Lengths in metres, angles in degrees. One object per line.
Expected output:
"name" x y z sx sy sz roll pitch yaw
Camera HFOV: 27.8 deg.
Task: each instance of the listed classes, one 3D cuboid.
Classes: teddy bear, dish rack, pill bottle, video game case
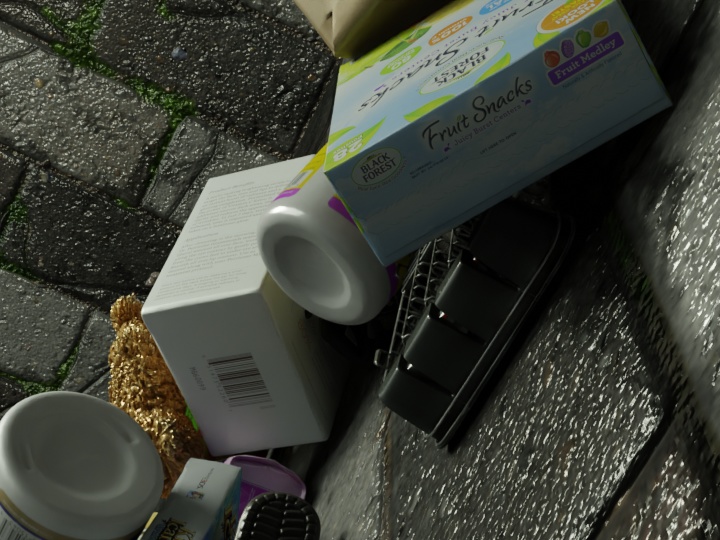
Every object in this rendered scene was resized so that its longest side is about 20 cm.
"teddy bear" -0.185 0.111 1.216 0.145 0.066 0.201 120 142 -50
"dish rack" 0.065 -0.010 0.859 0.154 0.054 0.200 -59 8 26
"pill bottle" -0.226 0.192 1.016 0.200 0.119 0.120 -57 11 34
"pill bottle" 0.022 -0.063 1.019 0.200 0.104 0.104 -49 -1 -31
"video game case" -0.128 0.260 1.006 0.181 0.045 0.201 -66 -17 -69

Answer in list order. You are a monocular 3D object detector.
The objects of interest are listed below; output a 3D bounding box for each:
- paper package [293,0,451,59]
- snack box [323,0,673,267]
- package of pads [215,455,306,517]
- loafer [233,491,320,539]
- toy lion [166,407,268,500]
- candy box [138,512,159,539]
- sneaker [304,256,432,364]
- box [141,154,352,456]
"paper package" 0.062 -0.228 0.932 0.191 0.104 0.199 -47 -24 28
"snack box" 0.069 -0.103 0.797 0.168 0.068 0.200 -30 20 13
"package of pads" -0.108 0.218 1.207 0.200 0.075 0.121 143 148 -74
"loafer" -0.071 0.246 0.950 0.071 0.073 0.201 100 -170 -55
"toy lion" -0.122 0.130 1.370 0.191 0.068 0.201 -17 -49 -58
"candy box" -0.178 0.301 1.150 0.116 0.055 0.201 -96 7 -51
"sneaker" 0.000 0.000 1.161 0.115 0.076 0.200 -57 15 11
"box" -0.078 0.027 1.196 0.106 0.153 0.200 -11 31 20
